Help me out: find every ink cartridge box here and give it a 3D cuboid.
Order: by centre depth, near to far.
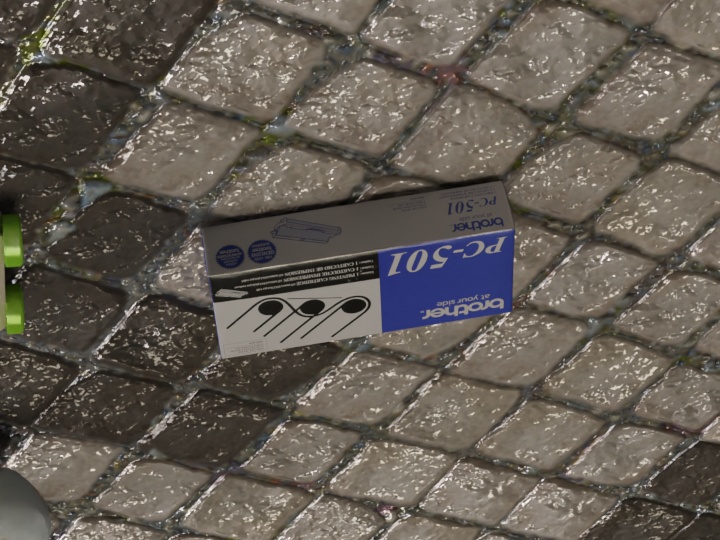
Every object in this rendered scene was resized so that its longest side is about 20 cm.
[{"bbox_3d":[0.000,0.000,1.374,0.198,0.045,0.094,-10,144,-4],"label":"ink cartridge box"}]

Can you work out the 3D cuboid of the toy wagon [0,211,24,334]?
[{"bbox_3d":[-0.289,0.019,1.325,0.154,0.040,0.201,-3,142,-11],"label":"toy wagon"}]

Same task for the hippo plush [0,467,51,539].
[{"bbox_3d":[-0.287,0.181,1.482,0.199,0.159,0.162,33,115,9],"label":"hippo plush"}]
